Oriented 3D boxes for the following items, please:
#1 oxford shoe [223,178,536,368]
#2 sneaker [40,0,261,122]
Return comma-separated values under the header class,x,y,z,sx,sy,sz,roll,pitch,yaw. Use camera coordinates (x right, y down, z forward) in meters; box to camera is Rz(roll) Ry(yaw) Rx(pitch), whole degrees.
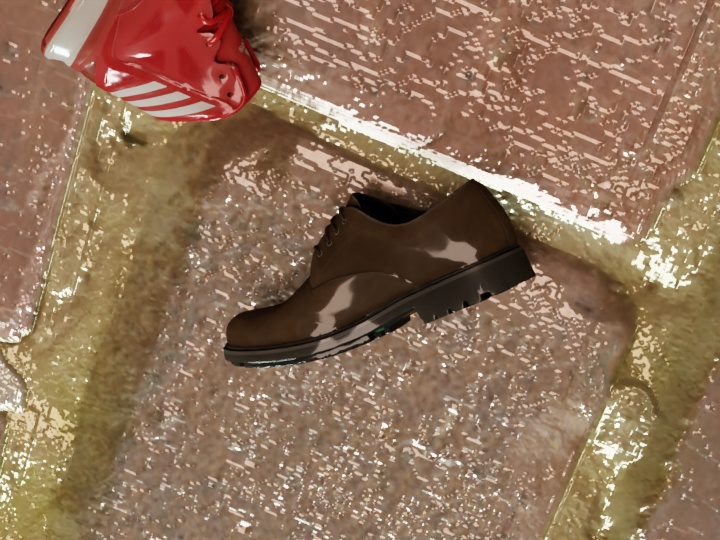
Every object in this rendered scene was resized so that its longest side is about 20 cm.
class,x,y,z,sx,sy,sz,roll,pitch,yaw
oxford shoe,0.000,0.000,1.351,0.199,0.073,0.085,-23,92,25
sneaker,-0.083,-0.160,1.292,0.115,0.079,0.200,34,135,-11
